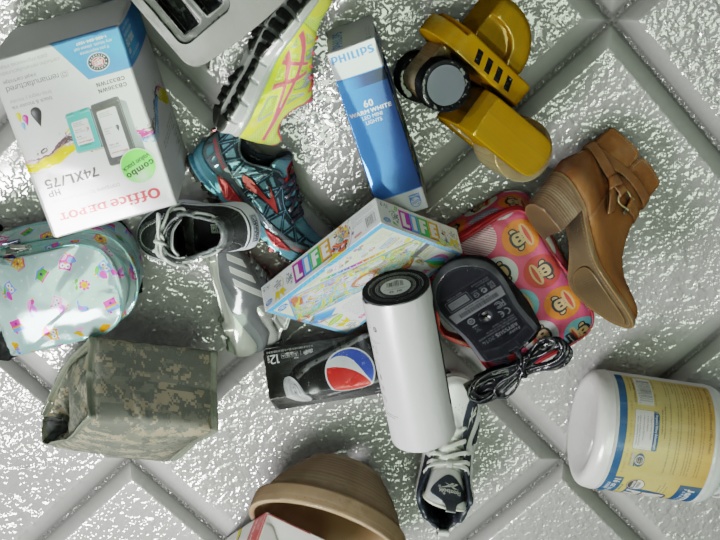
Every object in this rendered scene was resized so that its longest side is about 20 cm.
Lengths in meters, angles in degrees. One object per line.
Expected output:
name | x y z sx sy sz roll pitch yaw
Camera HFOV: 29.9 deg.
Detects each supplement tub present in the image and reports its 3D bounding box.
supplement tub | 0.367 0.205 1.656 0.197 0.145 0.146 9 112 -7

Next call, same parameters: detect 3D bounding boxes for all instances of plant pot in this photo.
plant pot | -0.032 0.290 1.675 0.198 0.094 0.202 14 151 8

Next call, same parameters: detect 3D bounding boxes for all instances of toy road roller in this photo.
toy road roller | 0.146 -0.209 1.484 0.199 0.123 0.146 39 92 -19

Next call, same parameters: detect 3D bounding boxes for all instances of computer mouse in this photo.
computer mouse | 0.145 0.053 1.553 0.137 0.053 0.201 -27 121 14

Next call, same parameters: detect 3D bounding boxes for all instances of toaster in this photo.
toaster | -0.159 -0.329 1.413 0.180 0.119 0.200 -36 111 12

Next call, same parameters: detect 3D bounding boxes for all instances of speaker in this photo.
speaker | 0.056 0.105 1.530 0.080 0.081 0.202 -11 117 1

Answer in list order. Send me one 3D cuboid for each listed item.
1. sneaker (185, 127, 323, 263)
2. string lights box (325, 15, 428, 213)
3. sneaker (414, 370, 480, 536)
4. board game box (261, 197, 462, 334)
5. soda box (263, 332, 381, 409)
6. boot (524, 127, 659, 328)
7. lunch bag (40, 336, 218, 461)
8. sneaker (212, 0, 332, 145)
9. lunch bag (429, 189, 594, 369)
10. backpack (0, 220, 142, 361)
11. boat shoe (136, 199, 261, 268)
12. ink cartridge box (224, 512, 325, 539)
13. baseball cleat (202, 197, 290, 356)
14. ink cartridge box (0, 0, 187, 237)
sneaker | -0.101 -0.088 1.541 0.200 0.079 0.096 41 103 -18
string lights box | 0.017 -0.169 1.500 0.058 0.103 0.202 -17 113 6
sneaker | 0.110 0.236 1.662 0.078 0.130 0.201 11 112 -9
board game box | 0.000 0.000 1.539 0.134 0.035 0.199 18 137 -41
soda box | -0.014 0.117 1.626 0.197 0.071 0.064 -10 73 0
boot | 0.292 -0.050 1.554 0.155 0.077 0.201 -42 97 -24
lunch bag | -0.275 0.161 1.588 0.162 0.119 0.200 9 153 -27
sneaker | -0.080 -0.227 1.487 0.090 0.078 0.201 27 102 -31
lunch bag | 0.165 0.023 1.607 0.175 0.082 0.201 -30 110 14
backpack | -0.346 0.019 1.544 0.197 0.127 0.169 -13 113 4
boat shoe | -0.199 -0.038 1.506 0.068 0.198 0.075 -17 105 -45
ink cartridge box | -0.116 0.380 1.714 0.116 0.068 0.200 28 148 -14
baseball cleat | -0.133 0.000 1.593 0.105 0.070 0.202 -15 116 -14
ink cartridge box | -0.288 -0.168 1.459 0.145 0.146 0.202 -15 114 4
